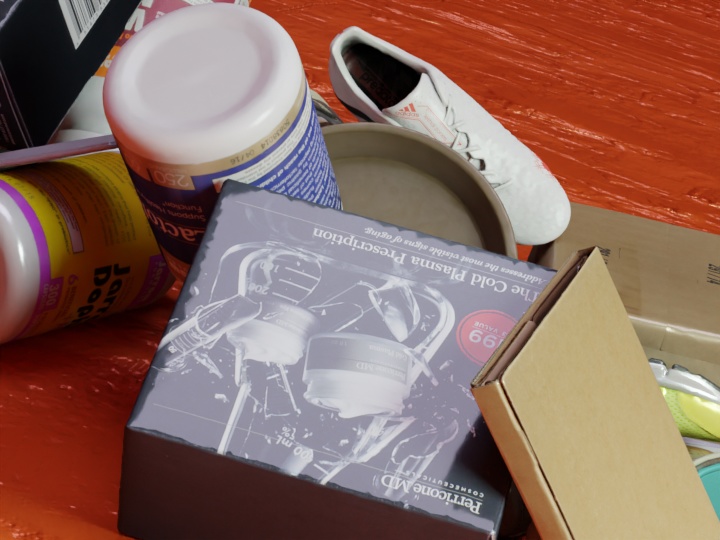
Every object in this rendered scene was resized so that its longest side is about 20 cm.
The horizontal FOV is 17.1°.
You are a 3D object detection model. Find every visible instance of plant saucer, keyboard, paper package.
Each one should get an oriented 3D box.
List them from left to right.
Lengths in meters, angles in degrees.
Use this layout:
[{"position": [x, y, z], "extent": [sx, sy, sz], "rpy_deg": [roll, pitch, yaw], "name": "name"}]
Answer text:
[{"position": [-0.217, -0.066, 1.470], "extent": [0.200, 0.011, 0.056], "rpy_deg": [-8, 10, 31], "name": "keyboard"}, {"position": [0.000, 0.000, 1.522], "extent": [0.200, 0.200, 0.029], "rpy_deg": [19, -21, 10], "name": "plant saucer"}, {"position": [0.198, 0.046, 1.586], "extent": [0.190, 0.104, 0.200], "rpy_deg": [13, 22, -1], "name": "paper package"}]

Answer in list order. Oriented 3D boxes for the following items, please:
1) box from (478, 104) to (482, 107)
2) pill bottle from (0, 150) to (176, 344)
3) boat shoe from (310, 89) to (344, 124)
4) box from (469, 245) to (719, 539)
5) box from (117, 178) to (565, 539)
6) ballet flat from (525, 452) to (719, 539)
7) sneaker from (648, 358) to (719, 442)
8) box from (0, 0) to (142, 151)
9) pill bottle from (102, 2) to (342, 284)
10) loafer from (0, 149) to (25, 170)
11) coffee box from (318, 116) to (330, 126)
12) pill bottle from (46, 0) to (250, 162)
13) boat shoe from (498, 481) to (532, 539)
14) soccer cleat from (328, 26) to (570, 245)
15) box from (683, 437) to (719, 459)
[{"position": [0.069, -0.074, 1.728], "extent": [0.068, 0.082, 0.200], "rpy_deg": [-20, 4, 4], "name": "box"}, {"position": [-0.180, -0.019, 1.503], "extent": [0.104, 0.104, 0.200], "rpy_deg": [28, 26, 31], "name": "pill bottle"}, {"position": [-0.083, -0.108, 1.827], "extent": [0.066, 0.072, 0.201], "rpy_deg": [26, 19, 38], "name": "boat shoe"}, {"position": [0.133, 0.108, 1.273], "extent": [0.021, 0.200, 0.163], "rpy_deg": [-17, 17, 30], "name": "box"}, {"position": [-0.009, 0.071, 1.297], "extent": [0.200, 0.104, 0.182], "rpy_deg": [15, 52, 4], "name": "box"}, {"position": [0.168, 0.142, 1.393], "extent": [0.069, 0.070, 0.200], "rpy_deg": [30, 26, 34], "name": "ballet flat"}, {"position": [0.131, 0.096, 1.445], "extent": [0.200, 0.090, 0.078], "rpy_deg": [5, -11, 7], "name": "sneaker"}, {"position": [-0.261, -0.204, 1.572], "extent": [0.196, 0.124, 0.200], "rpy_deg": [17, 58, 21], "name": "box"}, {"position": [-0.073, -0.052, 1.415], "extent": [0.116, 0.200, 0.116], "rpy_deg": [-7, 51, 9], "name": "pill bottle"}, {"position": [-0.268, -0.068, 1.639], "extent": [0.063, 0.072, 0.200], "rpy_deg": [3, 7, 29], "name": "loafer"}, {"position": [-0.045, -0.040, 1.672], "extent": [0.113, 0.080, 0.200], "rpy_deg": [3, 24, -28], "name": "coffee box"}, {"position": [-0.152, -0.137, 1.665], "extent": [0.109, 0.200, 0.110], "rpy_deg": [16, -20, 6], "name": "pill bottle"}, {"position": [0.026, 0.094, 1.403], "extent": [0.202, 0.072, 0.060], "rpy_deg": [31, 22, 28], "name": "boat shoe"}, {"position": [0.054, -0.089, 1.580], "extent": [0.200, 0.069, 0.085], "rpy_deg": [42, -4, 16], "name": "soccer cleat"}, {"position": [0.273, 0.143, 1.482], "extent": [0.200, 0.039, 0.041], "rpy_deg": [13, 24, -5], "name": "box"}]
